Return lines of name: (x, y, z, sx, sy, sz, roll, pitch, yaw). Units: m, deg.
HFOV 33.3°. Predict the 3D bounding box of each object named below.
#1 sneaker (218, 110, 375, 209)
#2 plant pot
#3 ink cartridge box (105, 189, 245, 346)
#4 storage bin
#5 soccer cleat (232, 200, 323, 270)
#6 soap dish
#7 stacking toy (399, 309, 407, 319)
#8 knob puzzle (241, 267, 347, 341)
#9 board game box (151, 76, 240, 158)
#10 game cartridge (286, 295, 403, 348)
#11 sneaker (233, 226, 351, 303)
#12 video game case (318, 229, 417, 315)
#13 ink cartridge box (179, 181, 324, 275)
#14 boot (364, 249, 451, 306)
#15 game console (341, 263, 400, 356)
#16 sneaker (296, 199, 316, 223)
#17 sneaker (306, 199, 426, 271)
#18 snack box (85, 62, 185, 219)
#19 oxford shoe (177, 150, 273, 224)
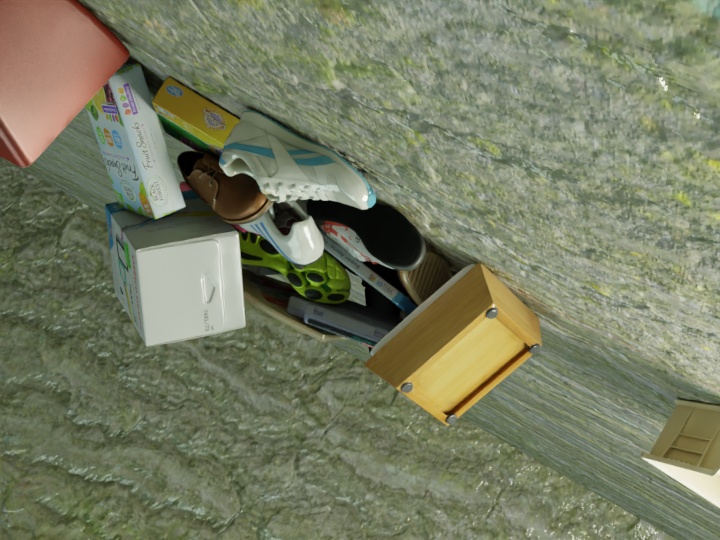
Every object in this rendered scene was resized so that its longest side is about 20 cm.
sneaker: (-0.073, -0.113, 1.430, 0.200, 0.081, 0.077, 27, 169, 19)
plant pot: (-0.437, -0.277, 1.440, 0.200, 0.200, 0.176, 25, 158, 33)
ink cartridge box: (-0.262, -0.008, 1.698, 0.146, 0.147, 0.200, -11, -156, -20)
storage bin: (0.500, 0.260, 1.530, 0.200, 0.094, 0.199, 33, 171, -12)
soccer cleat: (-0.118, -0.079, 1.595, 0.200, 0.070, 0.086, 33, 148, 39)
soap dish: (0.127, 0.102, 1.562, 0.157, 0.200, 0.081, 40, -168, -42)
stacking toy: (0.136, 0.074, 1.795, 0.085, 0.085, 0.200, 34, 167, -20)
knob puzzle: (-0.098, 0.062, 1.749, 0.219, 0.030, 0.220, 25, -169, -5)
board game box: (-0.172, -0.168, 1.590, 0.200, 0.040, 0.153, 31, 172, 3)
game cartridge: (0.009, 0.077, 1.689, 0.200, 0.038, 0.130, 19, -167, 24)
sneaker: (-0.093, -0.019, 1.707, 0.200, 0.074, 0.084, 27, -162, 19)
video game case: (0.000, 0.000, 1.684, 0.200, 0.018, 0.143, 37, 178, 22)
ink cartridge box: (-0.174, -0.067, 1.878, 0.200, 0.085, 0.146, 24, -165, 32)
boot: (0.055, 0.004, 1.674, 0.166, 0.072, 0.200, 22, 172, 35)
game console: (0.002, 0.051, 1.873, 0.176, 0.117, 0.200, 28, -178, 20)
sneaker: (-0.144, -0.090, 1.755, 0.200, 0.094, 0.070, 27, 171, 28)
sneaker: (0.027, -0.040, 1.552, 0.201, 0.067, 0.108, 29, 173, 38)
snack box: (-0.313, -0.178, 1.630, 0.142, 0.053, 0.200, 19, 129, 58)
oxford shoe: (-0.183, -0.113, 1.581, 0.200, 0.071, 0.071, 23, 163, 49)
